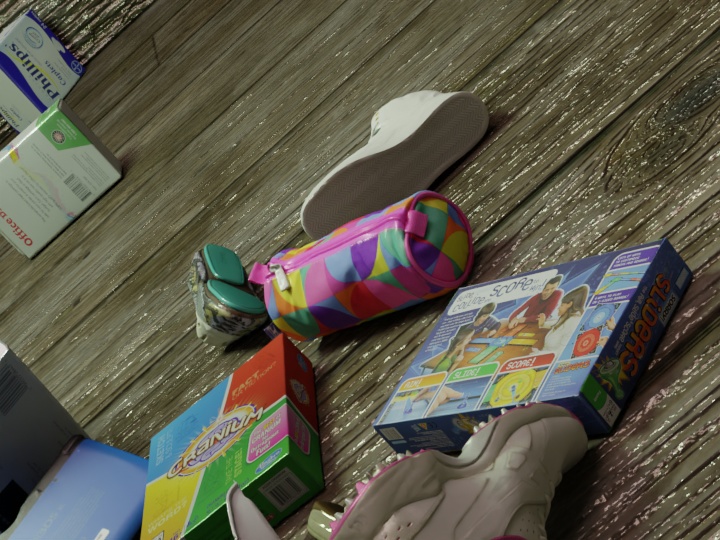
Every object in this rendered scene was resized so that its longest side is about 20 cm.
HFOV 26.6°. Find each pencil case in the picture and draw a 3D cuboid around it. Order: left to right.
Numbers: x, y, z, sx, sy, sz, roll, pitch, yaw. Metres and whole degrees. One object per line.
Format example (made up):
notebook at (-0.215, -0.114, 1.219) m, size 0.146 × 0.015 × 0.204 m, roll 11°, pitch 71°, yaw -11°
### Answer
pencil case at (0.000, 0.000, 1.240) m, size 0.199 × 0.088 × 0.089 m, roll -22°, pitch 29°, yaw 43°

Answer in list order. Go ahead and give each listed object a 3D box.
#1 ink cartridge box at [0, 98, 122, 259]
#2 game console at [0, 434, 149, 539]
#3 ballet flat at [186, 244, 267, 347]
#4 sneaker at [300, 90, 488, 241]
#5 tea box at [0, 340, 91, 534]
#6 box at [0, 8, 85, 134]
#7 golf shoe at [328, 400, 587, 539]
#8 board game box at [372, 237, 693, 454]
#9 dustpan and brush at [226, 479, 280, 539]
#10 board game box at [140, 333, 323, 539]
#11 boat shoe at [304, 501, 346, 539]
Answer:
ink cartridge box at (-0.485, -0.140, 2.335) m, size 0.200 × 0.145 × 0.088 m, roll -41°, pitch 19°, yaw 5°
game console at (-0.258, 0.256, 1.309) m, size 0.169 × 0.119 × 0.201 m, roll 14°, pitch 54°, yaw 29°
ballet flat at (-0.132, 0.035, 1.463) m, size 0.072 × 0.072 × 0.200 m, roll -41°, pitch 20°, yaw 3°
sneaker at (0.021, -0.097, 1.422) m, size 0.199 × 0.074 × 0.116 m, roll -35°, pitch 18°, yaw -8°
tea box at (-0.380, 0.131, 1.427) m, size 0.196 × 0.201 × 0.134 m, roll 29°, pitch 69°, yaw 35°
box at (-0.724, -0.429, 3.305) m, size 0.104 × 0.184 × 0.201 m, roll -24°, pitch 27°, yaw 36°
golf shoe at (0.071, 0.133, 0.824) m, size 0.199 × 0.092 × 0.076 m, roll -18°, pitch -36°, yaw -46°
board game box at (0.108, 0.053, 0.996) m, size 0.199 × 0.034 × 0.136 m, roll -15°, pitch 33°, yaw 52°
dustpan and brush at (-0.034, 0.229, 0.842) m, size 0.057 × 0.141 × 0.200 m, roll -27°, pitch 44°, yaw -20°
board game box at (-0.102, 0.150, 1.192) m, size 0.153 × 0.040 × 0.200 m, roll -39°, pitch 21°, yaw 11°
boat shoe at (0.025, 0.193, 0.844) m, size 0.200 × 0.073 × 0.065 m, roll 30°, pitch 100°, yaw 60°
